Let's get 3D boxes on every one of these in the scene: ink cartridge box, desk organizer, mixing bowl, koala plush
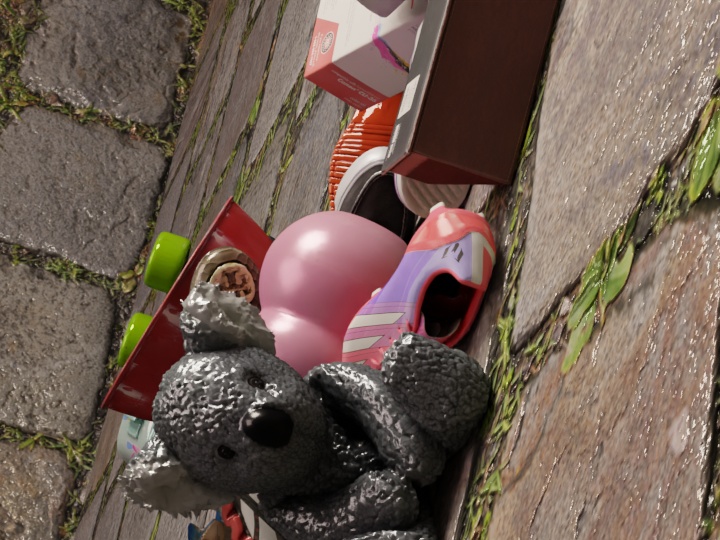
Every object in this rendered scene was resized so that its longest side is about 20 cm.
[{"bbox_3d":[0.050,-0.216,1.758,0.200,0.067,0.117,-22,47,48],"label":"ink cartridge box"},{"bbox_3d":[0.083,-0.155,1.547,0.072,0.077,0.201,146,141,-74],"label":"desk organizer"},{"bbox_3d":[-0.111,0.053,1.781,0.200,0.108,0.200,-57,3,4],"label":"mixing bowl"},{"bbox_3d":[-0.046,0.110,1.436,0.184,0.199,0.178,180,107,-80],"label":"koala plush"}]

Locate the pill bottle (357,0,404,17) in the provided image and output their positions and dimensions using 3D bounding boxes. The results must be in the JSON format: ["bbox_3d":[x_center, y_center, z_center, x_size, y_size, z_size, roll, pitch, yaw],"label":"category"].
[{"bbox_3d":[0.055,-0.290,1.641,0.200,0.114,0.114,-44,18,14],"label":"pill bottle"}]

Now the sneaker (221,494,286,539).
[{"bbox_3d":[-0.053,0.157,1.542,0.098,0.201,0.071,-39,-10,14],"label":"sneaker"}]

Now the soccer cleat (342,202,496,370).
[{"bbox_3d":[0.037,0.040,1.513,0.077,0.067,0.200,-92,23,-45],"label":"soccer cleat"}]

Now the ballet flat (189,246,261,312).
[{"bbox_3d":[-0.088,0.081,1.683,0.046,0.067,0.201,-145,48,-66],"label":"ballet flat"}]

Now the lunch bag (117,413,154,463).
[{"bbox_3d":[-0.121,0.104,1.947,0.077,0.160,0.200,26,97,46],"label":"lunch bag"}]

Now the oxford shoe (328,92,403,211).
[{"bbox_3d":[0.024,-0.112,1.879,0.073,0.071,0.201,36,-113,-72],"label":"oxford shoe"}]

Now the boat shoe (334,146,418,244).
[{"bbox_3d":[0.000,0.000,1.762,0.066,0.070,0.200,-98,27,-56],"label":"boat shoe"}]

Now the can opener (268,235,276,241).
[{"bbox_3d":[-0.132,0.056,2.001,0.200,0.078,0.063,-65,-7,4],"label":"can opener"}]

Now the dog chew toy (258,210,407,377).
[{"bbox_3d":[-0.034,0.059,1.633,0.200,0.124,0.125,-65,9,-12],"label":"dog chew toy"}]

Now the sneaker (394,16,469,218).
[{"bbox_3d":[0.064,-0.144,1.661,0.114,0.072,0.201,-110,39,-79],"label":"sneaker"}]

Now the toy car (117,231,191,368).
[{"bbox_3d":[-0.127,0.046,2.133,0.200,0.164,0.158,-80,9,-86],"label":"toy car"}]

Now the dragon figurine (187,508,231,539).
[{"bbox_3d":[-0.105,0.228,1.782,0.099,0.059,0.201,177,86,-77],"label":"dragon figurine"}]
